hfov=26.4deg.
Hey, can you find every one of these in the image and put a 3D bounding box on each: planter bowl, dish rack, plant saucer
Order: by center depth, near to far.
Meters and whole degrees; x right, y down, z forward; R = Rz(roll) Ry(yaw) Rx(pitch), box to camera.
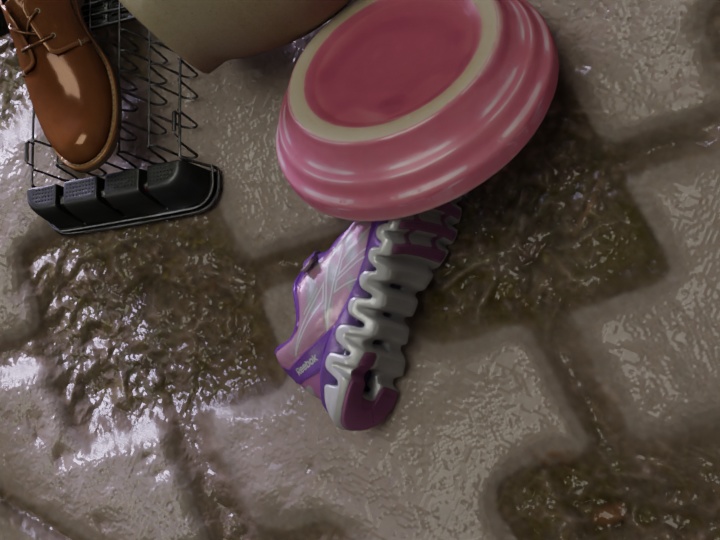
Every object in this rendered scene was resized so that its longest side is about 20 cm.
[{"bbox_3d":[0.029,-0.123,1.000,0.198,0.051,0.202,-17,45,17],"label":"plant saucer"},{"bbox_3d":[-0.103,-0.223,1.044,0.135,0.200,0.201,-44,65,8],"label":"planter bowl"},{"bbox_3d":[-0.183,-0.137,1.154,0.152,0.054,0.203,-8,75,23],"label":"dish rack"}]

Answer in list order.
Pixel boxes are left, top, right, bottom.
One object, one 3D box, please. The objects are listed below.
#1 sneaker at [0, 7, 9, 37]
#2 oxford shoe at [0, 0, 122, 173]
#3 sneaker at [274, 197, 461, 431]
[{"bbox_3d":[-0.276,-0.280,1.217,0.114,0.076,0.201,34,92,29],"label":"sneaker"},{"bbox_3d":[-0.230,-0.163,1.114,0.071,0.071,0.202,-27,68,16],"label":"oxford shoe"},{"bbox_3d":[0.000,0.000,1.027,0.088,0.080,0.202,21,91,35],"label":"sneaker"}]
